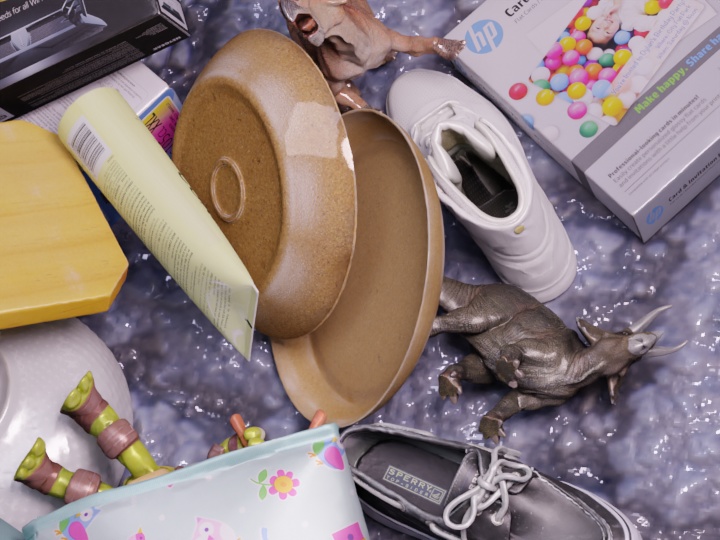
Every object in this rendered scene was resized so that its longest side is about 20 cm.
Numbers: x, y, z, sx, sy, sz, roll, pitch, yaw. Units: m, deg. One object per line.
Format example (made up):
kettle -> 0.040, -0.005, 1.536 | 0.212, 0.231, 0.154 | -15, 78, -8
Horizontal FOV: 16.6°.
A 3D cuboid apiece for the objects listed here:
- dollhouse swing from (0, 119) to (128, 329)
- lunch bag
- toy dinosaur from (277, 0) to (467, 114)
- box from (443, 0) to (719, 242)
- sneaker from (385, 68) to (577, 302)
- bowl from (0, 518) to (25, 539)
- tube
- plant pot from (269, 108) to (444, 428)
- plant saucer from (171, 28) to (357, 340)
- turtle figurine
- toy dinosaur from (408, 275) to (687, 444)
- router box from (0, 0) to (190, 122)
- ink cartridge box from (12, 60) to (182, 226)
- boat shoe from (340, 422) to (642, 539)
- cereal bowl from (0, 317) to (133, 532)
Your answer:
dollhouse swing -> -0.278, 0.016, 1.600 | 0.182, 0.175, 0.201 | -59, 46, 32
lunch bag -> -0.086, 0.199, 1.445 | 0.198, 0.122, 0.172 | -16, 79, -5
toy dinosaur -> -0.022, -0.170, 1.622 | 0.086, 0.136, 0.200 | -47, 19, -8
box -> 0.174, -0.136, 1.620 | 0.156, 0.041, 0.200 | -41, 57, -6
sneaker -> 0.067, -0.081, 1.584 | 0.073, 0.116, 0.200 | -36, 56, 0
bowl -> -0.242, 0.232, 1.500 | 0.200, 0.104, 0.203 | -21, 63, 47
tube -> -0.123, -0.033, 1.584 | 0.052, 0.058, 0.200 | -46, 63, 13
plant pot -> 0.000, 0.000, 1.551 | 0.200, 0.027, 0.202 | -21, 65, 56
plant saucer -> -0.072, -0.053, 1.580 | 0.035, 0.201, 0.201 | -9, 49, -34
turtle figurine -> -0.125, 0.136, 1.547 | 0.161, 0.064, 0.201 | 36, 92, -1
toy dinosaur -> 0.094, 0.046, 1.536 | 0.199, 0.078, 0.102 | 23, 34, 39
router box -> -0.229, -0.193, 1.661 | 0.199, 0.052, 0.158 | -22, 70, 15
ink cartridge box -> -0.229, -0.075, 1.703 | 0.200, 0.076, 0.136 | -44, 56, -9
boat shoe -> 0.075, 0.138, 1.489 | 0.198, 0.068, 0.074 | 23, 72, 28
cereal bowl -> -0.255, 0.101, 1.615 | 0.198, 0.083, 0.202 | -8, 62, 15
